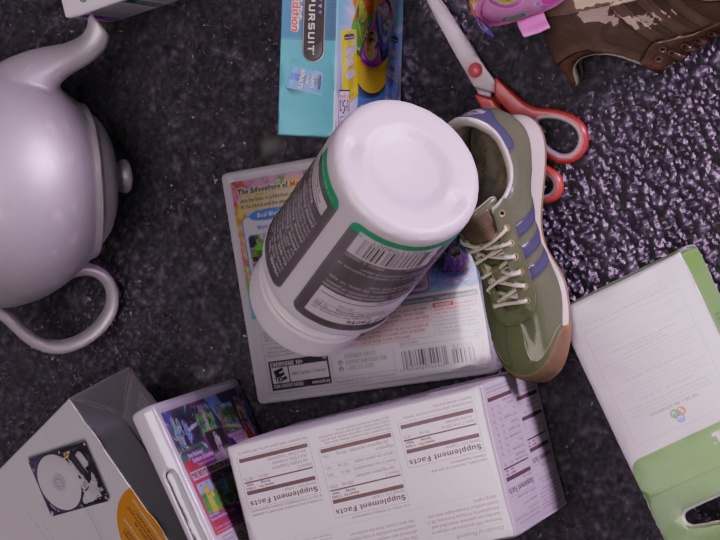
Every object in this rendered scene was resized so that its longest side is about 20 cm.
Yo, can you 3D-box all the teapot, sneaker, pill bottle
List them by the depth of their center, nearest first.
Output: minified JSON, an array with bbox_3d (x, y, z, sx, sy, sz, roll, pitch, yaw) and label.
[{"bbox_3d":[-0.004,-0.024,1.565,0.113,0.113,0.200,51,144,8],"label":"pill bottle"},{"bbox_3d":[0.229,-0.184,1.573,0.199,0.070,0.076,-6,109,24],"label":"sneaker"},{"bbox_3d":[0.096,-0.022,1.574,0.067,0.090,0.202,-13,75,34],"label":"sneaker"},{"bbox_3d":[-0.249,-0.062,1.698,0.145,0.200,0.199,-4,64,-17],"label":"teapot"}]

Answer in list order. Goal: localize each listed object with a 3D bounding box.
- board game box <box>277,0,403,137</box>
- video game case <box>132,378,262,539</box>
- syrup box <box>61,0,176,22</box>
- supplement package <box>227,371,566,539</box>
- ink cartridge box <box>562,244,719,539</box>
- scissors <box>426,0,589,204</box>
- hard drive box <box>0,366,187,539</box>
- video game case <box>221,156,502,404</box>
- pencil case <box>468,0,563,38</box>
[{"bbox_3d":[-0.011,-0.200,1.599,0.047,0.151,0.202,4,96,18],"label":"board game box"},{"bbox_3d":[-0.093,0.176,1.633,0.023,0.200,0.183,-26,86,15],"label":"video game case"},{"bbox_3d":[-0.135,-0.256,1.674,0.199,0.081,0.079,-15,89,18],"label":"syrup box"},{"bbox_3d":[0.030,0.152,1.613,0.199,0.156,0.112,-14,88,19],"label":"supplement package"},{"bbox_3d":[0.235,0.095,1.588,0.103,0.059,0.201,-27,85,21],"label":"ink cartridge box"},{"bbox_3d":[0.089,-0.136,1.642,0.200,0.014,0.073,45,108,9],"label":"scissors"},{"bbox_3d":[-0.208,0.198,1.708,0.156,0.077,0.200,53,129,8],"label":"hard drive box"},{"bbox_3d":[0.000,0.000,1.681,0.199,0.024,0.184,-9,92,20],"label":"video game case"},{"bbox_3d":[0.085,-0.266,1.571,0.087,0.087,0.201,-32,66,19],"label":"pencil case"}]
